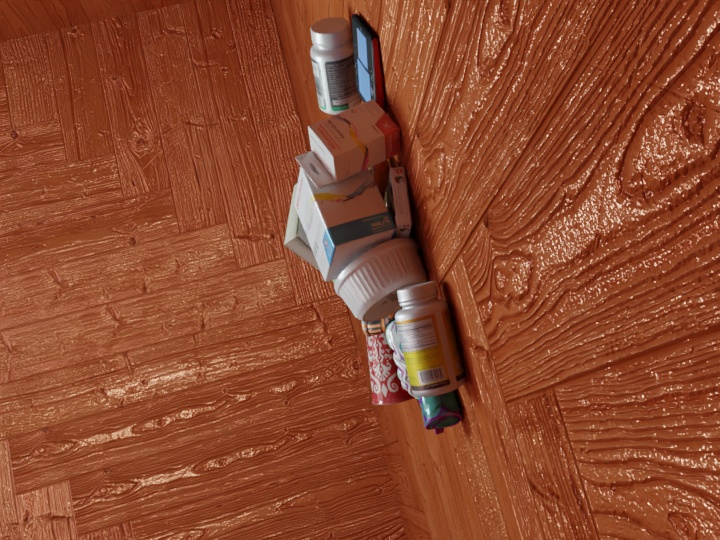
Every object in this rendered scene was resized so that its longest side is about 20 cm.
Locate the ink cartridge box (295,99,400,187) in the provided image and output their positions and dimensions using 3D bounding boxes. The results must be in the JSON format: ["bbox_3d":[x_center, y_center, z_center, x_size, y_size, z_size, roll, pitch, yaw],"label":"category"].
[{"bbox_3d":[-0.029,-0.258,1.533,0.117,0.197,0.068,51,159,36],"label":"ink cartridge box"}]

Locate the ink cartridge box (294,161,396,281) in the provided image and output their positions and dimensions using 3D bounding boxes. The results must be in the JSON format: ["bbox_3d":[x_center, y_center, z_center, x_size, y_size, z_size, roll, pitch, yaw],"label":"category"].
[{"bbox_3d":[-0.038,-0.115,1.591,0.148,0.143,0.204,111,139,-60],"label":"ink cartridge box"}]

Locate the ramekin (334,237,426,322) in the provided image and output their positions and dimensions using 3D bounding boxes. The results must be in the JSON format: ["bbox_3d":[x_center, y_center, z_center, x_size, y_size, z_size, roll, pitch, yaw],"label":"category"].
[{"bbox_3d":[0.050,0.027,1.589,0.096,0.199,0.203,60,169,19],"label":"ramekin"}]

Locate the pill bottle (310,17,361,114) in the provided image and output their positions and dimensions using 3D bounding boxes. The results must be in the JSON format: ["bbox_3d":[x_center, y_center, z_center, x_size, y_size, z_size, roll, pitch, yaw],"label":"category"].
[{"bbox_3d":[-0.061,-0.493,1.822,0.114,0.110,0.204,-112,11,-51],"label":"pill bottle"}]

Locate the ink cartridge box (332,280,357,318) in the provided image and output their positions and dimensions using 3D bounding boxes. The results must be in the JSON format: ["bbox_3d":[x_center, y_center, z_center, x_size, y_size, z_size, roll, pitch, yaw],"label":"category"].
[{"bbox_3d":[0.000,0.000,1.817,0.148,0.083,0.201,56,158,17],"label":"ink cartridge box"}]

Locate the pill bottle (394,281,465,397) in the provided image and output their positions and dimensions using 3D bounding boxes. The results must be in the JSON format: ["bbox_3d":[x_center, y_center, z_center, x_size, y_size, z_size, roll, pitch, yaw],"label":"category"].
[{"bbox_3d":[0.128,0.129,1.438,0.109,0.106,0.206,171,86,-84],"label":"pill bottle"}]

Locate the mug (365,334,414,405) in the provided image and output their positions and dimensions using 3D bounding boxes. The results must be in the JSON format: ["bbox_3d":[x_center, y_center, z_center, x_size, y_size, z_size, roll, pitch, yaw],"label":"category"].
[{"bbox_3d":[0.098,0.250,2.068,0.132,0.174,0.206,-9,-91,-60],"label":"mug"}]

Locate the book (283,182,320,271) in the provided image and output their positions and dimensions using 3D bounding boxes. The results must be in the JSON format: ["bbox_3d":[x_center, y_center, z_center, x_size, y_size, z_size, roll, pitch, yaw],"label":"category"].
[{"bbox_3d":[-0.119,-0.109,1.861,0.133,0.047,0.203,41,-145,-34],"label":"book"}]

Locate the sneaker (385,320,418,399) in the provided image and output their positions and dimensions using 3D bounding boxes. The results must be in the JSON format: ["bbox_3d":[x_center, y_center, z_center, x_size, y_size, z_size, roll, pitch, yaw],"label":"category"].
[{"bbox_3d":[0.128,0.210,1.775,0.204,0.076,0.140,64,162,2],"label":"sneaker"}]

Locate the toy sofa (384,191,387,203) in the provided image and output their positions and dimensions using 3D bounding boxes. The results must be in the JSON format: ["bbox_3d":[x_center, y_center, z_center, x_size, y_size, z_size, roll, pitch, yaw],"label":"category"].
[{"bbox_3d":[-0.031,-0.170,1.795,0.098,0.195,0.085,132,153,-87],"label":"toy sofa"}]

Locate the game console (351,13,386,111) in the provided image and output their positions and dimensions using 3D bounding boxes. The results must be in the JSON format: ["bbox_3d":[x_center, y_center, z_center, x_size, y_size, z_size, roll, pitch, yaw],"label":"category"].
[{"bbox_3d":[0.013,-0.443,1.637,0.201,0.030,0.180,-113,11,-55],"label":"game console"}]

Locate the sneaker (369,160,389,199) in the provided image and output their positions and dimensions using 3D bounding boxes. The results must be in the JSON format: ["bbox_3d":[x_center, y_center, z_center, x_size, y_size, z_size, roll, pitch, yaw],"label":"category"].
[{"bbox_3d":[0.039,-0.200,1.678,0.072,0.075,0.206,-17,72,58],"label":"sneaker"}]

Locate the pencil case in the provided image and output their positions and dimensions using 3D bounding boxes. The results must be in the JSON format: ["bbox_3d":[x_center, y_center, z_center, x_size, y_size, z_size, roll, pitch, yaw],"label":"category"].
[{"bbox_3d":[0.148,0.233,1.596,0.093,0.083,0.204,113,146,-53],"label":"pencil case"}]

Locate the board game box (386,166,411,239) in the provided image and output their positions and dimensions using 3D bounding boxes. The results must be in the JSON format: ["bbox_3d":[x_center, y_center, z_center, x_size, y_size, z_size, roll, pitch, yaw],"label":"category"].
[{"bbox_3d":[0.080,-0.116,1.621,0.201,0.034,0.130,93,172,-68],"label":"board game box"}]

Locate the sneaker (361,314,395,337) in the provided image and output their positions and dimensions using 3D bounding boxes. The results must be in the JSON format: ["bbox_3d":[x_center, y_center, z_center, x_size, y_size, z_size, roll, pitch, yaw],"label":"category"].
[{"bbox_3d":[0.087,0.099,1.928,0.079,0.110,0.201,65,-147,-29],"label":"sneaker"}]
